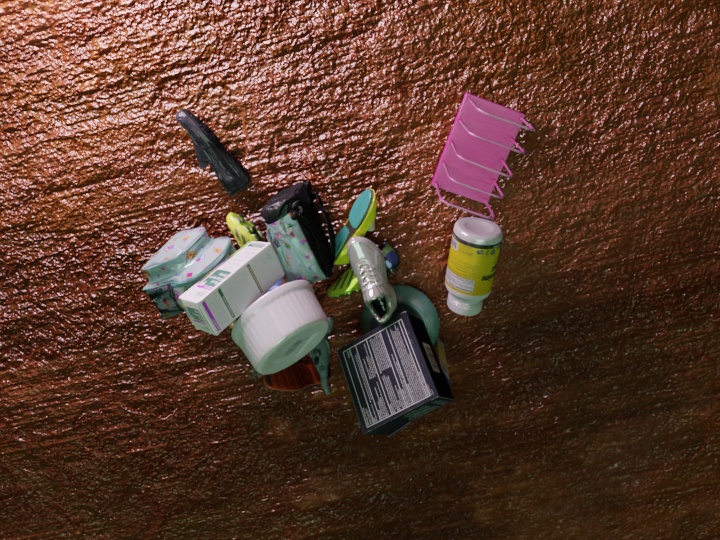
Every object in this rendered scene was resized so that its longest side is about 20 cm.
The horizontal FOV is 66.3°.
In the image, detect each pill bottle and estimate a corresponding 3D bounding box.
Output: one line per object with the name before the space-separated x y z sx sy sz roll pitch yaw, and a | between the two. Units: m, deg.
pill bottle | 0.252 -0.006 1.255 0.108 0.113 0.206 3 118 -3

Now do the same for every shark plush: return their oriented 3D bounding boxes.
shark plush | -0.112 0.203 1.346 0.087 0.083 0.208 1 100 2

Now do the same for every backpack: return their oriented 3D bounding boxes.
backpack | -0.352 -0.001 1.185 0.194 0.177 0.157 -2 124 27
backpack | -0.130 -0.068 1.181 0.123 0.168 0.205 -15 110 19

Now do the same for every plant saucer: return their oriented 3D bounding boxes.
plant saucer | 0.094 0.138 1.341 0.193 0.036 0.207 3 108 10

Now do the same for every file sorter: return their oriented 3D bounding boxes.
file sorter | 0.249 -0.229 1.131 0.135 0.127 0.205 15 117 -9

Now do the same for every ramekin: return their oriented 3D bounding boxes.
ramekin | -0.159 0.123 1.141 0.200 0.199 0.099 -45 69 19

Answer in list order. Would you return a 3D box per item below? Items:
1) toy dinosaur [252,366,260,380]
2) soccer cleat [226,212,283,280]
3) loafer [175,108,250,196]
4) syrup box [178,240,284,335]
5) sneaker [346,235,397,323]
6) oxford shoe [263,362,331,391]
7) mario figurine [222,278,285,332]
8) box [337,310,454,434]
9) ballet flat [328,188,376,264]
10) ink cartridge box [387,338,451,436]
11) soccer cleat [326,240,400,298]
toy dinosaur | -0.224 0.162 1.366 0.101 0.206 0.183 -5 155 -13
soccer cleat | -0.239 -0.040 1.241 0.083 0.065 0.201 -35 114 12
loafer | -0.313 -0.240 1.141 0.070 0.069 0.201 -37 117 7
syrup box | -0.252 0.031 1.096 0.077 0.200 0.083 5 128 45
sneaker | 0.027 0.022 1.204 0.076 0.100 0.204 -24 105 13
oxford shoe | -0.164 0.277 1.376 0.196 0.073 0.072 4 144 -41
mario figurine | -0.242 0.092 1.219 0.193 0.106 0.128 -15 97 -3
box | 0.077 0.235 1.248 0.195 0.205 0.123 -29 154 18
ballet flat | -0.006 -0.093 1.238 0.066 0.068 0.202 15 121 -34
ink cartridge box | 0.130 0.279 1.350 0.196 0.201 0.047 -40 104 17
soccer cleat | 0.001 0.000 1.291 0.196 0.065 0.086 -28 88 17
